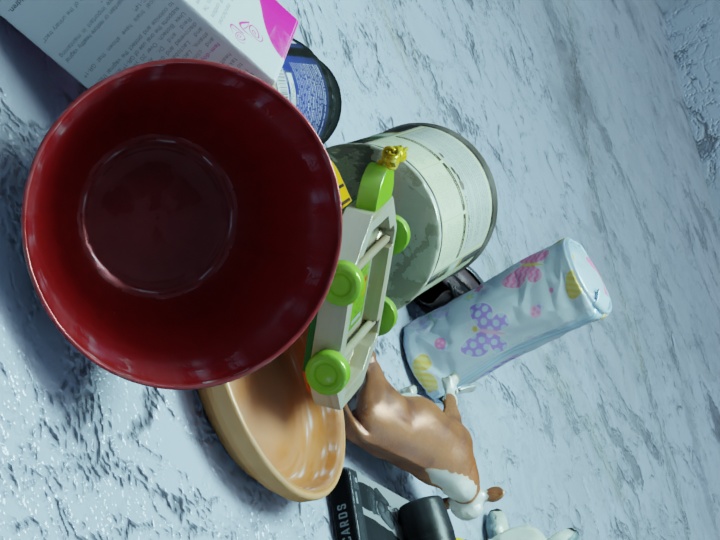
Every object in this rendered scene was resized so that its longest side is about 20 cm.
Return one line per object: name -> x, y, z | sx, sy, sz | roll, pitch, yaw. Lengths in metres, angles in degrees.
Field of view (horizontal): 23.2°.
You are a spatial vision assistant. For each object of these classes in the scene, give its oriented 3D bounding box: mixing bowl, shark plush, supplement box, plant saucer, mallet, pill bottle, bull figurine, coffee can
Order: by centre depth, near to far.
mixing bowl -> -0.119, -0.032, 1.113 | 0.201, 0.199, 0.108 | 65, -12, -11
supplement box -> -0.151, -0.181, 1.170 | 0.200, 0.103, 0.101 | 40, 28, -15
plant saucer -> -0.073, 0.078, 1.304 | 0.200, 0.037, 0.201 | 52, 27, -40
pill bottle -> -0.087, -0.130, 1.358 | 0.112, 0.111, 0.200 | 70, 20, 3
mallet -> 0.086, 0.245, 1.495 | 0.200, 0.041, 0.066 | 43, 30, -59
bull figurine -> 0.049, 0.135, 1.504 | 0.200, 0.065, 0.122 | 37, 31, -43
coffee can -> 0.026, -0.047, 1.522 | 0.147, 0.146, 0.200 | 69, 20, -2
shark plush -> 0.148, 0.294, 1.638 | 0.200, 0.090, 0.084 | -43, 141, -74

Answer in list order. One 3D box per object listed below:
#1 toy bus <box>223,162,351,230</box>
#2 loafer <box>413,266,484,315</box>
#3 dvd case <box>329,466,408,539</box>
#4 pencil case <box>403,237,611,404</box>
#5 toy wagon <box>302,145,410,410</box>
toy bus -> -0.064, -0.033, 1.288 | 0.079, 0.065, 0.200 | 67, 19, -7
loafer -> 0.061, 0.006, 1.702 | 0.200, 0.072, 0.063 | 52, 45, -27
dvd case -> 0.037, 0.257, 1.436 | 0.200, 0.025, 0.151 | 38, 36, -56
pencil case -> 0.136, 0.048, 1.650 | 0.083, 0.199, 0.091 | 48, 21, -31
toy wagon -> 0.000, 0.000, 1.319 | 0.155, 0.039, 0.201 | -46, 146, -69
